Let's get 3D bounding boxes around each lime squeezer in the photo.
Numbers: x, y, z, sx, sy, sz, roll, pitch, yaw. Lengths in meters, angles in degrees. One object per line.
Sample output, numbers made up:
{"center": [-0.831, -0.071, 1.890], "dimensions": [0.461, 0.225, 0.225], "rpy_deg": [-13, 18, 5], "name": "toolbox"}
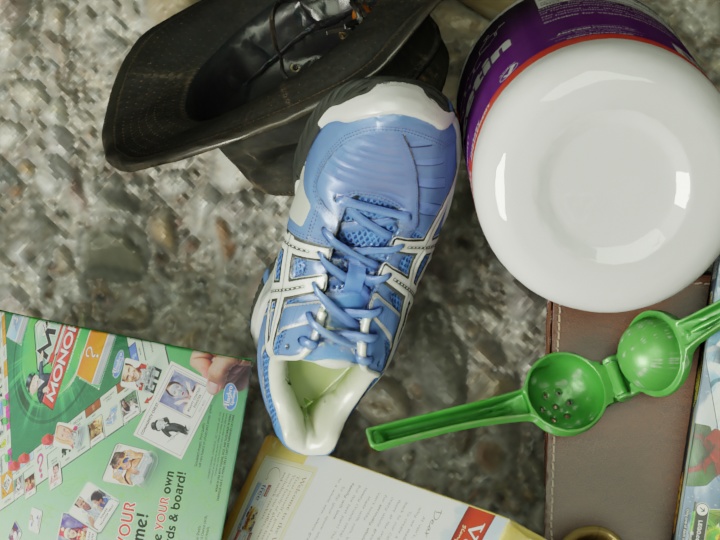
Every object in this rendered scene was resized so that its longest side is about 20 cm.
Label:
{"center": [0.102, 0.036, 1.004], "dimensions": [0.199, 0.071, 0.038], "rpy_deg": [-23, 54, 12], "name": "lime squeezer"}

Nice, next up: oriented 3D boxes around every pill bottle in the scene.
{"center": [0.099, -0.061, 1.049], "dimensions": [0.111, 0.200, 0.113], "rpy_deg": [0, 106, -1], "name": "pill bottle"}

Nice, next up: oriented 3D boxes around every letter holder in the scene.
{"center": [0.182, 0.077, 1.084], "dimensions": [0.198, 0.101, 0.143], "rpy_deg": [2, 84, 3], "name": "letter holder"}

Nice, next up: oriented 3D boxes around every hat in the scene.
{"center": [-0.020, -0.086, 1.109], "dimensions": [0.200, 0.201, 0.081], "rpy_deg": [-35, 119, -2], "name": "hat"}

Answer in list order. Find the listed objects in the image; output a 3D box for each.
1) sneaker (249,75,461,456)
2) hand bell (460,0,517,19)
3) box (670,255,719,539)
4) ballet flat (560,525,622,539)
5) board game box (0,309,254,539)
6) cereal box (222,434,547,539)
{"center": [0.000, 0.000, 1.042], "dimensions": [0.075, 0.201, 0.077], "rpy_deg": [6, 46, -10], "name": "sneaker"}
{"center": [0.077, -0.183, 1.074], "dimensions": [0.103, 0.200, 0.105], "rpy_deg": [0, 83, 3], "name": "hand bell"}
{"center": [0.211, 0.047, 1.016], "dimensions": [0.136, 0.040, 0.202], "rpy_deg": [10, 87, 5], "name": "box"}
{"center": [0.092, 0.177, 0.945], "dimensions": [0.068, 0.201, 0.063], "rpy_deg": [6, 124, -8], "name": "ballet flat"}
{"center": [-0.130, 0.125, 1.064], "dimensions": [0.133, 0.029, 0.202], "rpy_deg": [12, 74, -3], "name": "board game box"}
{"center": [-0.009, 0.158, 1.039], "dimensions": [0.039, 0.200, 0.145], "rpy_deg": [31, 81, -32], "name": "cereal box"}
